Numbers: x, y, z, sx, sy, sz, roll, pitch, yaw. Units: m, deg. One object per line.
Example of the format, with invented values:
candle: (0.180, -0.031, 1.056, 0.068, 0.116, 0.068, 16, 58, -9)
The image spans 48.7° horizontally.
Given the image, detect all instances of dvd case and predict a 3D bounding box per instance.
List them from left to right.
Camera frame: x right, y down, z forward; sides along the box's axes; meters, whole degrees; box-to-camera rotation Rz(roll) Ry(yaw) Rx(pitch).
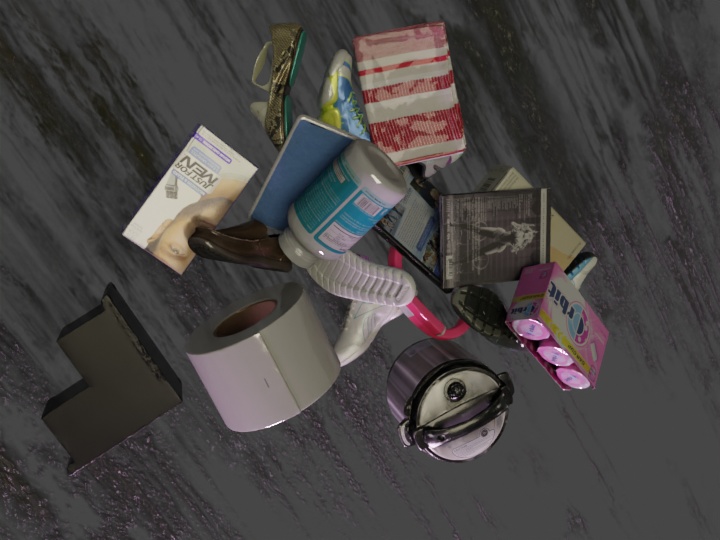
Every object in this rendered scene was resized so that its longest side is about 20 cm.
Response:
dvd case: (0.101, -0.076, 1.296, 0.200, 0.017, 0.143, 40, 57, -20)
dvd case: (0.220, -0.054, 1.291, 0.198, 0.016, 0.150, -6, 101, -18)

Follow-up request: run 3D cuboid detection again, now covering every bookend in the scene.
bookend: (-0.404, 0.161, 1.196, 0.199, 0.092, 0.200, -33, 107, -6)

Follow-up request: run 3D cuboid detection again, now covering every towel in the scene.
towel: (0.075, -0.265, 1.205, 0.143, 0.023, 0.202, -12, 95, -2)

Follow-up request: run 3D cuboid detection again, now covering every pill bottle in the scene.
pill bottle: (-0.034, -0.092, 1.185, 0.111, 0.111, 0.200, 40, 115, -19)

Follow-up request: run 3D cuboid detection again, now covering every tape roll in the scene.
tape roll: (-0.146, 0.128, 1.207, 0.201, 0.203, 0.140, -28, 108, -9)

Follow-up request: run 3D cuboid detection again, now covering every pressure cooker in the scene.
pressure cooker: (0.144, 0.217, 1.310, 0.177, 0.200, 0.177, 24, 93, -20)

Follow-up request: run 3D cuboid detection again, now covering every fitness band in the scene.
fitness band: (0.120, 0.023, 1.314, 0.200, 0.037, 0.144, 46, 56, -19)

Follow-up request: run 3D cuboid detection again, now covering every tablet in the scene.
tablet: (-0.078, -0.135, 1.223, 0.129, 0.014, 0.201, 19, 124, -22)

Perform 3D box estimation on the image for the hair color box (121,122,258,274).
hair color box: (-0.257, -0.109, 1.198, 0.109, 0.065, 0.201, 36, 91, -21)

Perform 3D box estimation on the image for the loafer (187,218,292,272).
loafer: (-0.179, -0.045, 1.205, 0.199, 0.072, 0.072, 14, 84, -55)

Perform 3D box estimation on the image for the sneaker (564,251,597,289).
sneaker: (0.352, 0.056, 1.399, 0.087, 0.075, 0.200, 42, 96, -7)

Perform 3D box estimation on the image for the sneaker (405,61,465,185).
sneaker: (0.071, -0.227, 1.247, 0.140, 0.078, 0.201, -42, 109, -19)

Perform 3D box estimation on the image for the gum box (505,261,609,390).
gum box: (0.327, 0.096, 1.300, 0.200, 0.066, 0.114, 46, 53, -28)

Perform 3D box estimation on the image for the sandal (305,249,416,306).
sandal: (-0.002, 0.007, 1.269, 0.201, 0.050, 0.083, 23, 113, 19)

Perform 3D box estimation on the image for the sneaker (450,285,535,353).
sneaker: (0.218, 0.091, 1.317, 0.199, 0.079, 0.076, 30, 65, -24)

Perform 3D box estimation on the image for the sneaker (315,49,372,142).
sneaker: (-0.019, -0.233, 1.231, 0.104, 0.076, 0.202, 12, 109, -9)

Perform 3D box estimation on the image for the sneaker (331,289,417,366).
sneaker: (0.001, 0.078, 1.314, 0.200, 0.070, 0.080, -45, 104, -11)

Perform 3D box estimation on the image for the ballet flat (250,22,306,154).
ballet flat: (-0.129, -0.274, 1.207, 0.074, 0.068, 0.202, 7, 94, 5)

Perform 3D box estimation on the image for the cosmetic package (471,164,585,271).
cosmetic package: (0.277, -0.076, 1.355, 0.200, 0.071, 0.105, 40, 88, -20)
